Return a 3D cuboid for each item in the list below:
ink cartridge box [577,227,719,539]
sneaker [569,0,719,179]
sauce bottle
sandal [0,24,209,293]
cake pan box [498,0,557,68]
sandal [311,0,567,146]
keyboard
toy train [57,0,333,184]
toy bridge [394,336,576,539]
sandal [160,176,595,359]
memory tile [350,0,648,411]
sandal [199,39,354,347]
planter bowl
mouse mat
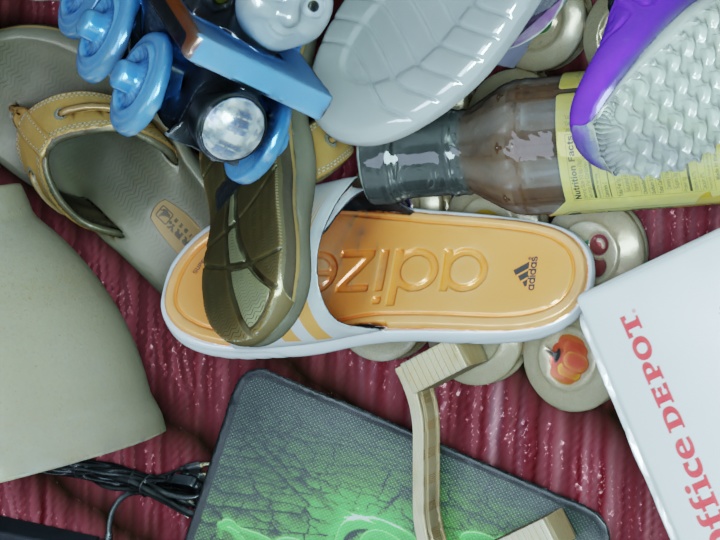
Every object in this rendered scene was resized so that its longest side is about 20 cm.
[{"bbox_3d":[0.214,0.036,1.262,0.200,0.084,0.145,-26,82,27],"label":"ink cartridge box"},{"bbox_3d":[0.134,-0.123,1.266,0.099,0.070,0.200,21,61,38],"label":"sneaker"},{"bbox_3d":[0.099,-0.057,1.306,0.200,0.065,0.065,-3,93,16],"label":"sauce bottle"},{"bbox_3d":[-0.126,-0.049,1.447,0.200,0.054,0.080,43,112,19],"label":"sandal"},{"bbox_3d":[0.047,-0.217,1.344,0.184,0.052,0.200,44,108,23],"label":"cake pan box"},{"bbox_3d":[0.061,-0.127,1.279,0.203,0.050,0.082,-49,50,5],"label":"sandal"},{"bbox_3d":[-0.130,0.149,1.493,0.200,0.021,0.127,9,98,27],"label":"keyboard"},{"bbox_3d":[-0.067,-0.120,1.285,0.114,0.087,0.200,-60,28,16],"label":"toy train"},{"bbox_3d":[0.066,0.131,1.370,0.067,0.027,0.200,-28,86,25],"label":"toy bridge"},{"bbox_3d":[0.001,-0.008,1.351,0.207,0.059,0.079,-3,65,19],"label":"sandal"},{"bbox_3d":[0.067,-0.043,1.374,0.153,0.017,0.200,16,101,27],"label":"memory tile"},{"bbox_3d":[-0.031,-0.047,1.323,0.080,0.054,0.200,-41,38,42],"label":"sandal"},{"bbox_3d":[-0.204,0.034,1.416,0.200,0.200,0.135,-12,92,28],"label":"planter bowl"},{"bbox_3d":[0.007,0.152,1.415,0.200,0.008,0.161,22,104,17],"label":"mouse mat"}]
